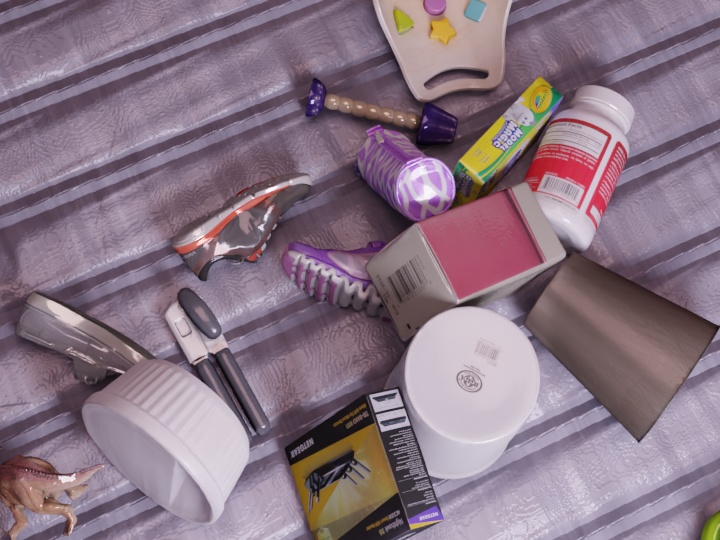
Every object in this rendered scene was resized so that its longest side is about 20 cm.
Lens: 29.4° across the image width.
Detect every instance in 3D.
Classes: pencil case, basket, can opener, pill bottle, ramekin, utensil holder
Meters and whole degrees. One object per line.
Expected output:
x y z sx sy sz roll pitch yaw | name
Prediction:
0.055 -0.123 1.702 0.083 0.200 0.086 -19 111 -11 | pencil case
0.312 0.082 1.694 0.199 0.136 0.181 35 71 10 | basket
-0.175 0.115 1.671 0.053 0.067 0.201 -28 77 -12 | can opener
0.278 -0.132 1.765 0.111 0.112 0.202 26 72 3 | pill bottle
-0.216 0.191 1.583 0.202 0.203 0.094 38 62 7 | ramekin
0.116 0.146 1.617 0.167 0.200 0.172 1 73 -4 | utensil holder

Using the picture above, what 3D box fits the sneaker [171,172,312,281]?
-0.140 -0.054 1.739 0.199 0.077 0.083 -31 104 -13 | sneaker

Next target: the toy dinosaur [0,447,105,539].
-0.392 0.238 1.572 0.136 0.198 0.086 53 42 -27 | toy dinosaur

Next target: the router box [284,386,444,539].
0.000 0.243 1.578 0.052 0.200 0.159 -8 70 -36 | router box

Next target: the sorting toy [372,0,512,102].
0.112 -0.319 1.823 0.197 0.107 0.182 -11 81 -9 | sorting toy

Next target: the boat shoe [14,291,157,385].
-0.328 0.100 1.669 0.199 0.070 0.072 28 89 4 | boat shoe

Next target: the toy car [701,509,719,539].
0.490 0.361 1.608 0.174 0.150 0.200 -38 79 -14 | toy car

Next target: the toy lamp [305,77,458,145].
0.029 -0.205 1.796 0.197 0.058 0.059 12 72 -2 | toy lamp

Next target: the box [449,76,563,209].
0.170 -0.146 1.745 0.048 0.118 0.200 42 66 9 | box

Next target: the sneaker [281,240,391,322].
0.000 0.000 1.722 0.198 0.081 0.089 20 67 -5 | sneaker

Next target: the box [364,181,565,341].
0.127 -0.012 1.665 0.199 0.128 0.110 -21 79 -39 | box
